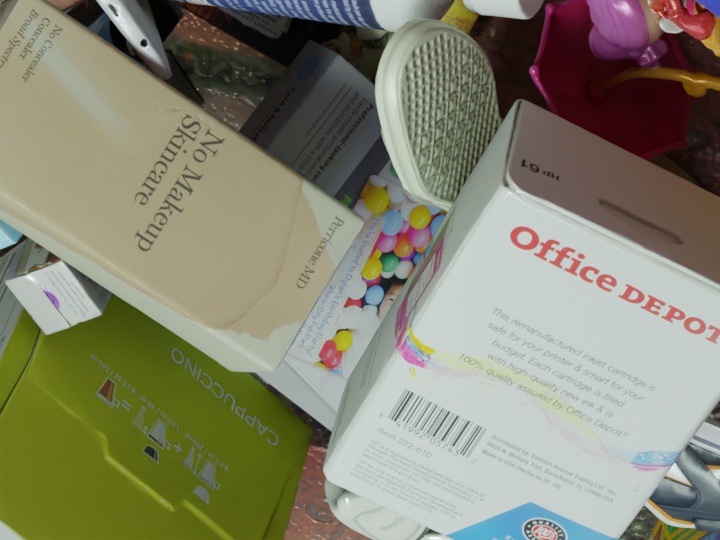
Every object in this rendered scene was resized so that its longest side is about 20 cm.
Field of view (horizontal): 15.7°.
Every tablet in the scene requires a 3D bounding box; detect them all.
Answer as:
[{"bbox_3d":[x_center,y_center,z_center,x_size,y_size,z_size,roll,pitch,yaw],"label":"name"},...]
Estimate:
[{"bbox_3d":[-0.141,-0.174,1.304,0.014,0.200,0.130,-34,115,5],"label":"tablet"}]

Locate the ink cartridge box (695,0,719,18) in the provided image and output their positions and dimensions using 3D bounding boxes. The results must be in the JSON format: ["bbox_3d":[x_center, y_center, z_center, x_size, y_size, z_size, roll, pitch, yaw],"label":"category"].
[{"bbox_3d":[0.168,-0.192,1.157,0.037,0.200,0.095,5,150,-42],"label":"ink cartridge box"}]

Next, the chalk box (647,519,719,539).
[{"bbox_3d":[0.198,0.242,1.492,0.124,0.200,0.125,25,134,2],"label":"chalk box"}]

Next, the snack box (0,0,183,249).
[{"bbox_3d":[-0.182,-0.072,1.384,0.116,0.200,0.037,-21,117,41],"label":"snack box"}]

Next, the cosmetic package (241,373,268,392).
[{"bbox_3d":[-0.079,0.031,1.503,0.074,0.102,0.200,33,135,-8],"label":"cosmetic package"}]

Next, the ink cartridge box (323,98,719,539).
[{"bbox_3d":[0.091,0.038,1.258,0.144,0.085,0.200,26,125,-8],"label":"ink cartridge box"}]

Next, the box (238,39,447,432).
[{"bbox_3d":[0.000,0.000,1.386,0.200,0.156,0.041,40,177,-32],"label":"box"}]

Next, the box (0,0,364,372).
[{"bbox_3d":[-0.109,-0.040,1.262,0.200,0.095,0.078,33,170,-15],"label":"box"}]

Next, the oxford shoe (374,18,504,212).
[{"bbox_3d":[0.035,-0.070,1.277,0.058,0.075,0.200,28,174,22],"label":"oxford shoe"}]

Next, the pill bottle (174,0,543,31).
[{"bbox_3d":[-0.010,-0.173,1.245,0.200,0.111,0.111,10,131,17],"label":"pill bottle"}]

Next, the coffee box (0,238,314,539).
[{"bbox_3d":[-0.175,0.134,1.418,0.200,0.200,0.198,41,130,-22],"label":"coffee box"}]

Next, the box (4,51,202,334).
[{"bbox_3d":[-0.134,-0.044,1.392,0.039,0.200,0.041,-19,121,27],"label":"box"}]

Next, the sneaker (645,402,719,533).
[{"bbox_3d":[0.215,0.108,1.457,0.200,0.078,0.080,27,130,15],"label":"sneaker"}]

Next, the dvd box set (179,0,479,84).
[{"bbox_3d":[0.005,-0.175,1.338,0.146,0.029,0.200,30,134,-2],"label":"dvd box set"}]

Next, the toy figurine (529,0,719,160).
[{"bbox_3d":[0.165,-0.109,1.255,0.184,0.150,0.200,7,141,30],"label":"toy figurine"}]

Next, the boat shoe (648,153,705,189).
[{"bbox_3d":[0.192,0.011,1.392,0.200,0.063,0.073,33,133,-6],"label":"boat shoe"}]

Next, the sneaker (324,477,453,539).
[{"bbox_3d":[0.049,0.057,1.369,0.081,0.075,0.200,22,95,-22],"label":"sneaker"}]
